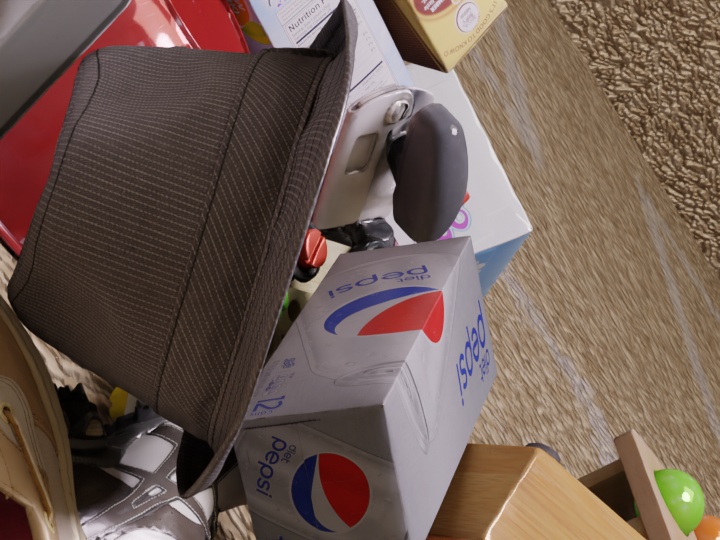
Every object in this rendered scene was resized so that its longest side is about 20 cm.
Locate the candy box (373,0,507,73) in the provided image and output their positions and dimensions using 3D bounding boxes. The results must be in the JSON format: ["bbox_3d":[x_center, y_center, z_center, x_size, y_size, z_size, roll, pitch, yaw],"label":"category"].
[{"bbox_3d":[-0.019,-0.194,1.166,0.116,0.057,0.200,22,-26,48],"label":"candy box"}]

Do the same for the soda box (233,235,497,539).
[{"bbox_3d":[0.006,0.050,0.964,0.200,0.063,0.069,-56,136,-68],"label":"soda box"}]

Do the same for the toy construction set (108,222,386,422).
[{"bbox_3d":[-0.036,0.047,1.081,0.200,0.092,0.132,27,63,-69],"label":"toy construction set"}]

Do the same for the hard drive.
[{"bbox_3d":[-0.143,-0.106,0.890,0.026,0.132,0.200,38,16,-27],"label":"hard drive"}]

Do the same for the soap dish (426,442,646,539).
[{"bbox_3d":[0.071,0.149,1.031,0.200,0.157,0.082,41,65,-29],"label":"soap dish"}]

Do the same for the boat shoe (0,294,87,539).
[{"bbox_3d":[-0.130,0.072,0.759,0.201,0.073,0.069,64,8,7],"label":"boat shoe"}]

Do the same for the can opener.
[{"bbox_3d":[0.000,0.000,1.152,0.053,0.201,0.067,-13,44,-38],"label":"can opener"}]

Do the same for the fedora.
[{"bbox_3d":[-0.065,-0.018,0.805,0.090,0.178,0.200,18,6,-2],"label":"fedora"}]

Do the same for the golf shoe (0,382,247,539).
[{"bbox_3d":[-0.086,0.096,0.884,0.200,0.078,0.095,4,61,-59],"label":"golf shoe"}]

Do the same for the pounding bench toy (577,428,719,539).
[{"bbox_3d":[0.137,0.167,1.386,0.124,0.155,0.201,48,18,-43],"label":"pounding bench toy"}]

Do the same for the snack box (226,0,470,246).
[{"bbox_3d":[-0.050,-0.111,1.216,0.168,0.068,0.200,25,-27,47],"label":"snack box"}]

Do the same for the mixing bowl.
[{"bbox_3d":[-0.118,-0.097,1.070,0.201,0.108,0.200,56,14,-21],"label":"mixing bowl"}]

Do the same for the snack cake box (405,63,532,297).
[{"bbox_3d":[0.027,-0.031,1.381,0.200,0.067,0.116,116,-49,-70],"label":"snack cake box"}]
